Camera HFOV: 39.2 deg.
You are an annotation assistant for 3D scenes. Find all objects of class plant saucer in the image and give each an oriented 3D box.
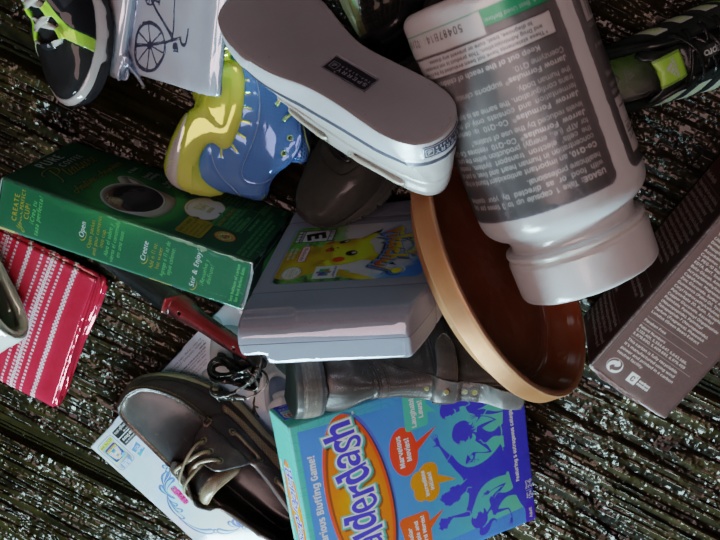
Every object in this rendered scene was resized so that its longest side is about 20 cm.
[{"bbox_3d":[0.095,-0.003,0.707,0.032,0.200,0.201,-27,102,30],"label":"plant saucer"}]

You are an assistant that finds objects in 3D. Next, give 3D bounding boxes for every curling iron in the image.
[{"bbox_3d":[-0.152,0.038,0.819,0.200,0.026,0.050,38,82,22],"label":"curling iron"}]

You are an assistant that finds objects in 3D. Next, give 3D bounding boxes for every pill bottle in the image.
[{"bbox_3d":[0.113,-0.087,0.645,0.113,0.113,0.201,-19,102,16],"label":"pill bottle"}]

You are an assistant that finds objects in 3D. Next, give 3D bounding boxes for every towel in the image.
[{"bbox_3d":[-0.329,0.021,0.888,0.199,0.022,0.145,27,113,3],"label":"towel"}]

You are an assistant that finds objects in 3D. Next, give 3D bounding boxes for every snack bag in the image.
[{"bbox_3d":[-0.162,-0.229,0.731,0.199,0.021,0.189,22,112,32],"label":"snack bag"}]

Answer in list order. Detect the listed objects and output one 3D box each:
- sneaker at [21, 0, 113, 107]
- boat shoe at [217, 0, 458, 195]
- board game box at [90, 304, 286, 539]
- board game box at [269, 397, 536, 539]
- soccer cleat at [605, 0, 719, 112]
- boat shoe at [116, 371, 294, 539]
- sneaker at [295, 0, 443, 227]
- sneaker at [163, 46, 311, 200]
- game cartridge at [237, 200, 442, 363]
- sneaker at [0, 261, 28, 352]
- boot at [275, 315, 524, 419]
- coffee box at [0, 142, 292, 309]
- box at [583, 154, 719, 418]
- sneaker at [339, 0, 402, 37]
[{"bbox_3d":[-0.236,-0.217,0.724,0.071,0.083,0.201,1,100,40],"label":"sneaker"},{"bbox_3d":[-0.016,-0.116,0.654,0.200,0.072,0.066,34,153,26],"label":"boat shoe"},{"bbox_3d":[-0.097,0.151,0.874,0.199,0.043,0.200,44,110,-4],"label":"board game box"},{"bbox_3d":[0.039,0.154,0.794,0.199,0.045,0.153,-16,108,-21],"label":"board game box"},{"bbox_3d":[0.226,-0.147,0.696,0.199,0.081,0.068,-20,103,16],"label":"soccer cleat"},{"bbox_3d":[-0.111,0.152,0.814,0.199,0.073,0.075,31,109,0],"label":"boat shoe"},{"bbox_3d":[0.007,-0.121,0.728,0.076,0.091,0.200,42,104,31],"label":"sneaker"},{"bbox_3d":[-0.074,-0.142,0.768,0.105,0.076,0.201,19,116,-11],"label":"sneaker"},{"bbox_3d":[0.000,0.000,0.723,0.133,0.200,0.041,-1,116,10],"label":"game cartridge"},{"bbox_3d":[-0.363,-0.005,0.841,0.115,0.074,0.200,-29,110,20],"label":"sneaker"},{"bbox_3d":[0.023,0.051,0.771,0.173,0.200,0.070,-3,121,-11],"label":"boot"},{"bbox_3d":[-0.163,-0.039,0.785,0.199,0.123,0.044,18,113,3],"label":"coffee box"},{"bbox_3d":[0.251,-0.002,0.729,0.075,0.100,0.200,33,111,-3],"label":"box"},{"bbox_3d":[-0.031,-0.256,0.730,0.088,0.077,0.201,-8,111,46],"label":"sneaker"}]
